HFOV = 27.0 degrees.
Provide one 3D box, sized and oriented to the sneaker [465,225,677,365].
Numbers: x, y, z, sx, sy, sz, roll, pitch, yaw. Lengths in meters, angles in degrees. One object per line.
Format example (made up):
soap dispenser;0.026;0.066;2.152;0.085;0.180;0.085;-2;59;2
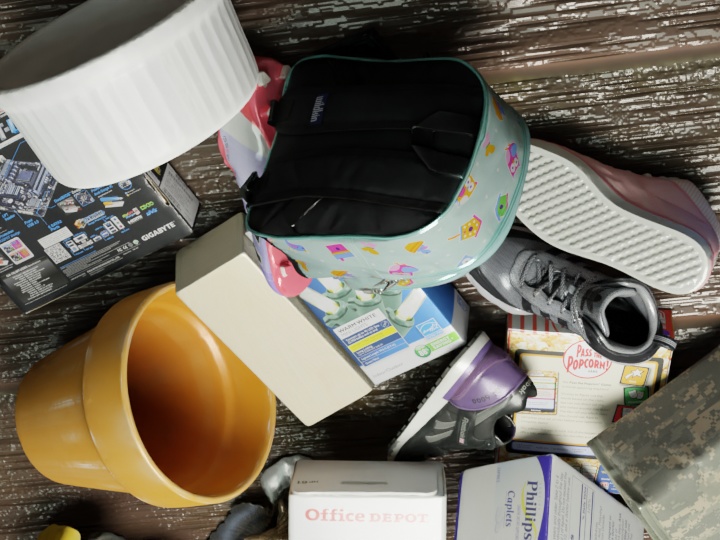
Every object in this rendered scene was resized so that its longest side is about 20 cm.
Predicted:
sneaker;0.179;0.017;1.275;0.200;0.114;0.076;28;86;-3

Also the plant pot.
plant pot;-0.211;0.125;1.380;0.183;0.200;0.200;-15;126;35

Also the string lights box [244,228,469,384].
string lights box;0.000;0.000;1.332;0.103;0.059;0.200;-27;119;25

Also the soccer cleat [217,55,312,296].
soccer cleat;-0.079;-0.078;1.240;0.076;0.067;0.200;1;104;44

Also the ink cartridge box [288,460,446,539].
ink cartridge box;0.007;0.282;1.406;0.144;0.085;0.200;1;107;2

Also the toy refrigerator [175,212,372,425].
toy refrigerator;-0.077;0.045;1.356;0.076;0.070;0.200;-31;124;16

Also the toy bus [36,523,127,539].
toy bus;-0.271;0.381;1.549;0.200;0.192;0.136;33;154;-17

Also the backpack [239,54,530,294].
backpack;0.033;-0.073;1.156;0.200;0.176;0.153;-3;150;41

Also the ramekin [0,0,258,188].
ramekin;-0.175;-0.148;1.142;0.200;0.201;0.098;-19;116;19

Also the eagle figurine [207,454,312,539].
eagle figurine;-0.080;0.299;1.547;0.152;0.151;0.200;52;161;15

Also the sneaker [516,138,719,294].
sneaker;0.215;-0.054;1.265;0.200;0.105;0.075;30;121;15

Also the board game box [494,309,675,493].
board game box;0.207;0.123;1.413;0.151;0.046;0.200;4;127;3

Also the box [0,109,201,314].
box;-0.276;-0.077;1.309;0.200;0.050;0.199;-24;120;23

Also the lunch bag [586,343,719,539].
lunch bag;0.328;0.190;1.378;0.164;0.118;0.200;-37;130;1

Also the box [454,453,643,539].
box;0.179;0.298;1.422;0.105;0.184;0.200;-13;146;33

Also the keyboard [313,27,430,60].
keyboard;0.055;-0.127;1.256;0.104;0.040;0.200;-11;130;43

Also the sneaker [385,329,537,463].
sneaker;0.093;0.146;1.394;0.088;0.076;0.200;39;139;5
